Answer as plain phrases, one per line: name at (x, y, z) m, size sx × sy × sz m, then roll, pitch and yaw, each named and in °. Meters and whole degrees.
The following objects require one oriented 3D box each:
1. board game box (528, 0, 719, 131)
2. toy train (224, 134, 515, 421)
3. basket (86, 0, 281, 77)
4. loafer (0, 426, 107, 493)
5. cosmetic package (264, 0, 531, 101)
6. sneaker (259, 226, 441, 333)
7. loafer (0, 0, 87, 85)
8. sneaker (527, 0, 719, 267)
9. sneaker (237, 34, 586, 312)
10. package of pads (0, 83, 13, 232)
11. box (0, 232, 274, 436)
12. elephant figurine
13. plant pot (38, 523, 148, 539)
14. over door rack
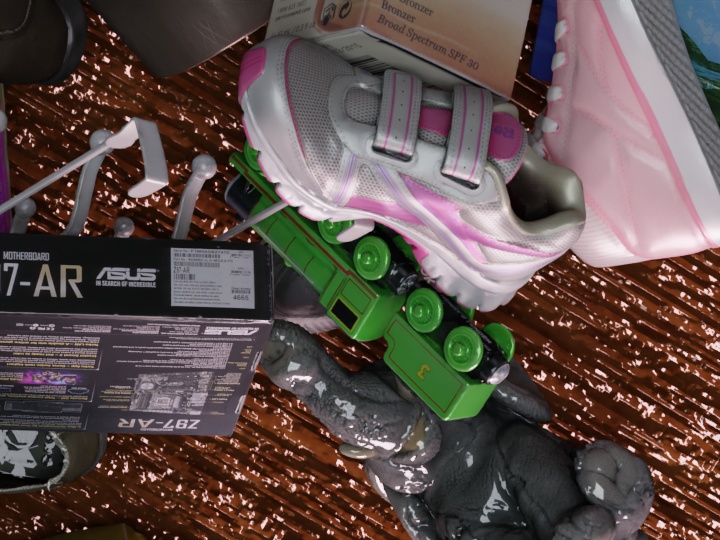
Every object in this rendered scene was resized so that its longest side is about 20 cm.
board game box at (0.196, -0.167, 1.253) m, size 0.199 × 0.041 × 0.201 m, roll 17°, pitch 113°, yaw 20°
toy train at (0.000, 0.000, 1.283) m, size 0.200 × 0.042 × 0.057 m, roll 44°, pitch 117°, yaw 27°
basket at (-0.110, -0.211, 1.269) m, size 0.180 × 0.136 × 0.200 m, roll -42°, pitch 107°, yaw -25°
loafer at (-0.236, 0.080, 1.352) m, size 0.199 × 0.070 × 0.076 m, roll 4°, pitch 101°, yaw -2°
cosmetic package at (0.034, -0.187, 1.245) m, size 0.103 × 0.087 × 0.201 m, roll 21°, pitch 74°, yaw -33°
sneaker at (0.022, -0.011, 1.329) m, size 0.199 × 0.091 × 0.067 m, roll -19°, pitch 100°, yaw 3°
loafer at (-0.226, -0.165, 1.277) m, size 0.200 × 0.071 × 0.073 m, roll 37°, pitch 118°, yaw 15°
sneaker at (0.111, -0.092, 1.252) m, size 0.104 × 0.075 × 0.201 m, roll -18°, pitch 103°, yaw 25°
sneaker at (0.030, -0.059, 1.193) m, size 0.200 × 0.082 × 0.088 m, roll 28°, pitch 139°, yaw -33°
package of pads at (-0.283, -0.042, 1.329) m, size 0.199 × 0.068 × 0.155 m, roll -3°, pitch 101°, yaw -1°
box at (-0.151, 0.034, 1.265) m, size 0.199 × 0.160 × 0.044 m, roll 2°, pitch 66°, yaw -10°
elephant figurine at (0.051, 0.093, 1.338) m, size 0.200 × 0.155 × 0.141 m, roll 41°, pitch 61°, yaw 17°
plant pot at (-0.161, 0.245, 1.330) m, size 0.200 × 0.196 × 0.194 m, roll -39°, pitch 99°, yaw 0°
over door rack at (-0.110, -0.042, 1.246) m, size 0.147 × 0.200 × 0.067 m, roll 10°, pitch 74°, yaw -43°
